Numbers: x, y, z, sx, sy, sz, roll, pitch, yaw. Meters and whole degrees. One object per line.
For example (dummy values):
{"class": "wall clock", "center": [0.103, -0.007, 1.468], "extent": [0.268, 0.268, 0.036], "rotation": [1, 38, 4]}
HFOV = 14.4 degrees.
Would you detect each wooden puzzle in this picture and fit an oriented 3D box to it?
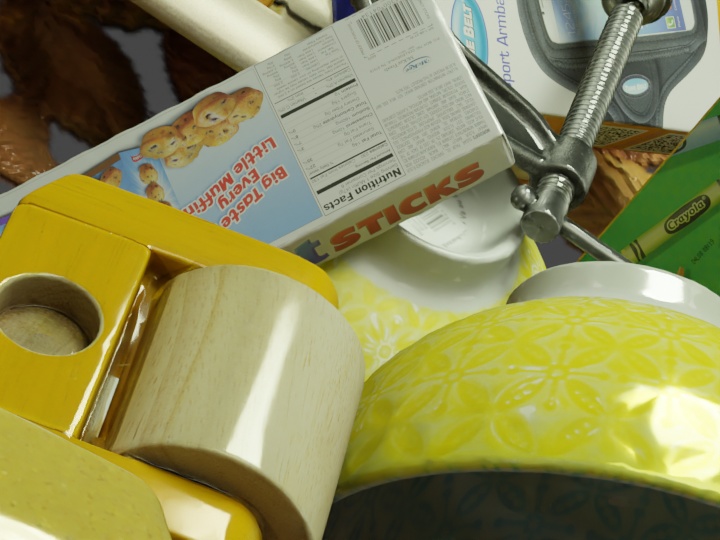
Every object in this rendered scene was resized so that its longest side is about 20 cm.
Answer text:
{"class": "wooden puzzle", "center": [-0.086, -0.141, 1.105], "extent": [0.185, 0.037, 0.200], "rotation": [34, 11, -5]}

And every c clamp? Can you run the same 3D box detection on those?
{"class": "c clamp", "center": [0.070, -0.083, 1.061], "extent": [0.171, 0.027, 0.200], "rotation": [33, 40, -14]}

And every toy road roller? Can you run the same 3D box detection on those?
{"class": "toy road roller", "center": [-0.110, 0.056, 0.838], "extent": [0.199, 0.146, 0.123], "rotation": [18, 42, -1]}

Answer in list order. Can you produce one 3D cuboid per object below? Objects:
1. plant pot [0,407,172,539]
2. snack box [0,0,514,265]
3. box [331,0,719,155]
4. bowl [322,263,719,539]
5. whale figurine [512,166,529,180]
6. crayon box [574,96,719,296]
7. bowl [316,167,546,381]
{"class": "plant pot", "center": [-0.144, 0.127, 0.678], "extent": [0.195, 0.194, 0.200], "rotation": [29, 55, -12]}
{"class": "snack box", "center": [-0.052, -0.023, 0.968], "extent": [0.072, 0.199, 0.024], "rotation": [64, 2, 30]}
{"class": "box", "center": [0.074, -0.114, 1.151], "extent": [0.199, 0.041, 0.120], "rotation": [4, 77, -40]}
{"class": "bowl", "center": [0.078, 0.064, 0.921], "extent": [0.200, 0.200, 0.108], "rotation": [22, 58, -19]}
{"class": "whale figurine", "center": [0.055, -0.134, 1.213], "extent": [0.159, 0.104, 0.201], "rotation": [21, 43, -21]}
{"class": "crayon box", "center": [0.173, -0.036, 1.128], "extent": [0.119, 0.200, 0.058], "rotation": [-17, 64, -47]}
{"class": "bowl", "center": [0.000, 0.000, 1.030], "extent": [0.200, 0.108, 0.201], "rotation": [22, 41, -20]}
